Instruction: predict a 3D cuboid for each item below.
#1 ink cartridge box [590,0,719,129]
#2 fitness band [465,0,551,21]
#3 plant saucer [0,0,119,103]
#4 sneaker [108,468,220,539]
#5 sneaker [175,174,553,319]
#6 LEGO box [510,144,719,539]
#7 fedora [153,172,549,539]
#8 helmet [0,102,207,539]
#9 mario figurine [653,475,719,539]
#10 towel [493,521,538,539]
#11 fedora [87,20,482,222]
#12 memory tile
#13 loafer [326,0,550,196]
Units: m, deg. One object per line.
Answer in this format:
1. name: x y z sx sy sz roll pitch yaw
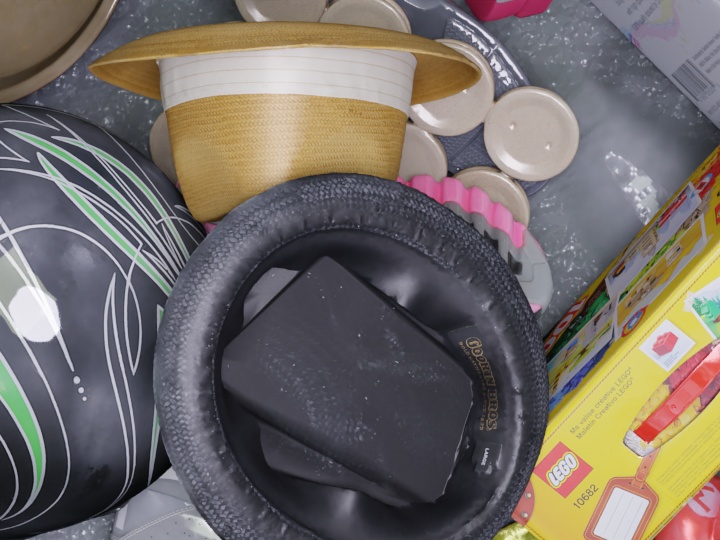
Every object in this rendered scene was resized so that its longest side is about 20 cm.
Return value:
1. ink cartridge box: 0.180 -0.160 1.123 0.083 0.146 0.200 -44 88 -8
2. fitness band: 0.066 -0.205 1.097 0.037 0.200 0.144 -13 82 -7
3. plant saucer: -0.205 -0.183 1.148 0.199 0.029 0.201 0 89 17
4. sneaker: -0.043 0.172 1.136 0.199 0.075 0.116 20 90 10
5. sneaker: 0.000 0.000 1.134 0.199 0.096 0.079 15 45 7
6. LEGO box: 0.157 0.034 1.071 0.077 0.149 0.200 39 109 -6
7. fedora: -0.014 0.051 1.002 0.200 0.092 0.202 -2 94 -25
8. helmet: -0.159 0.021 1.059 0.200 0.200 0.191 43 128 2
9. mario figurine: 0.239 0.164 1.110 0.200 0.123 0.106 34 89 -8
10. towel: 0.151 0.210 1.159 0.086 0.018 0.201 -27 87 -4
11. fedora: -0.034 -0.063 1.034 0.200 0.201 0.082 0 85 -2
12. memory tile: 0.000 -0.068 1.145 0.200 0.017 0.154 30 114 0
13. loafer: 0.031 -0.123 1.161 0.200 0.063 0.072 43 114 -5
